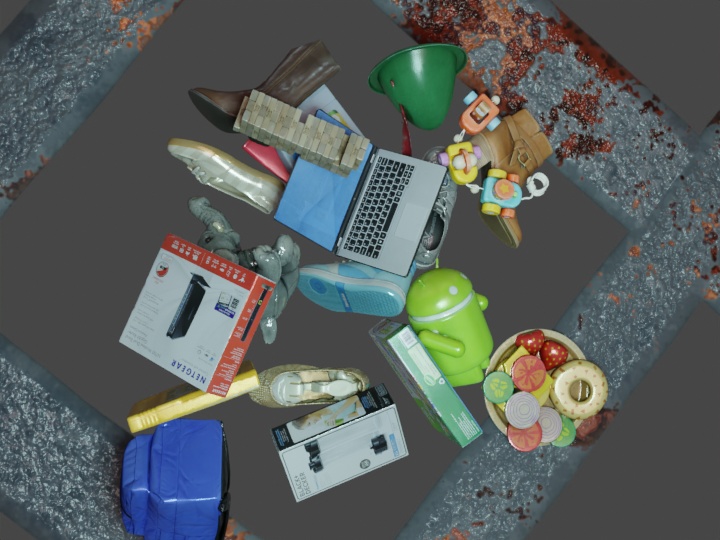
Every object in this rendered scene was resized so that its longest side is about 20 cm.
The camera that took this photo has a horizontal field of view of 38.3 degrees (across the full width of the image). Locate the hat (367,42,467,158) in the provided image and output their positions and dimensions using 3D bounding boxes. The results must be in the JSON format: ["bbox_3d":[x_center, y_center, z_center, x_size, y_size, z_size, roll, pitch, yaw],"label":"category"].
[{"bbox_3d":[0.108,-0.233,1.628,0.163,0.200,0.179,-14,77,6],"label":"hat"}]

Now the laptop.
[{"bbox_3d":[0.003,-0.118,1.589,0.198,0.116,0.190,18,79,22],"label":"laptop"}]

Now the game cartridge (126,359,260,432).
[{"bbox_3d":[-0.253,0.188,1.576,0.197,0.176,0.033,-18,93,-9],"label":"game cartridge"}]

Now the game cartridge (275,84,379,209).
[{"bbox_3d":[-0.056,-0.189,1.666,0.133,0.040,0.201,-39,92,-12],"label":"game cartridge"}]

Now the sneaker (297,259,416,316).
[{"bbox_3d":[0.000,0.000,1.666,0.197,0.080,0.131,12,50,23],"label":"sneaker"}]

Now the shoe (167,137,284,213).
[{"bbox_3d":[-0.217,-0.151,1.636,0.198,0.070,0.054,24,78,-10],"label":"shoe"}]

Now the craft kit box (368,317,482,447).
[{"bbox_3d":[0.097,0.170,1.621,0.048,0.197,0.201,-35,94,-4],"label":"craft kit box"}]

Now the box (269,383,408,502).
[{"bbox_3d":[-0.033,0.274,1.645,0.197,0.060,0.118,-20,124,-9],"label":"box"}]

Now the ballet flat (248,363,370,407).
[{"bbox_3d":[-0.080,0.184,1.659,0.197,0.065,0.072,-5,90,-9],"label":"ballet flat"}]

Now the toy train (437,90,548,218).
[{"bbox_3d":[0.211,-0.183,1.640,0.150,0.056,0.201,-40,91,-11],"label":"toy train"}]

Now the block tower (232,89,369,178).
[{"bbox_3d":[-0.089,-0.203,1.548,0.198,0.058,0.055,22,73,-6],"label":"block tower"}]

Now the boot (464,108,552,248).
[{"bbox_3d":[0.258,-0.154,1.713,0.154,0.074,0.202,-33,105,-18],"label":"boot"}]

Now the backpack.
[{"bbox_3d":[-0.277,0.335,1.566,0.165,0.202,0.164,4,46,-4],"label":"backpack"}]

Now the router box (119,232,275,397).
[{"bbox_3d":[-0.239,0.062,1.512,0.198,0.049,0.182,22,87,35],"label":"router box"}]

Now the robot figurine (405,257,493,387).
[{"bbox_3d":[0.141,0.086,1.656,0.114,0.176,0.202,-11,112,30],"label":"robot figurine"}]

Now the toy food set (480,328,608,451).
[{"bbox_3d":[0.299,0.200,1.727,0.198,0.049,0.200,-45,97,-6],"label":"toy food set"}]

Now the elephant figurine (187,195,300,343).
[{"bbox_3d":[-0.202,-0.007,1.618,0.197,0.156,0.143,12,132,16],"label":"elephant figurine"}]

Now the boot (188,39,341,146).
[{"bbox_3d":[-0.150,-0.303,1.650,0.185,0.064,0.201,29,68,21],"label":"boot"}]

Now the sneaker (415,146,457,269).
[{"bbox_3d":[0.125,-0.104,1.680,0.074,0.082,0.203,9,83,-9],"label":"sneaker"}]

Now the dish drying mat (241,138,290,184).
[{"bbox_3d":[-0.093,-0.166,1.682,0.199,0.018,0.077,38,80,-6],"label":"dish drying mat"}]
